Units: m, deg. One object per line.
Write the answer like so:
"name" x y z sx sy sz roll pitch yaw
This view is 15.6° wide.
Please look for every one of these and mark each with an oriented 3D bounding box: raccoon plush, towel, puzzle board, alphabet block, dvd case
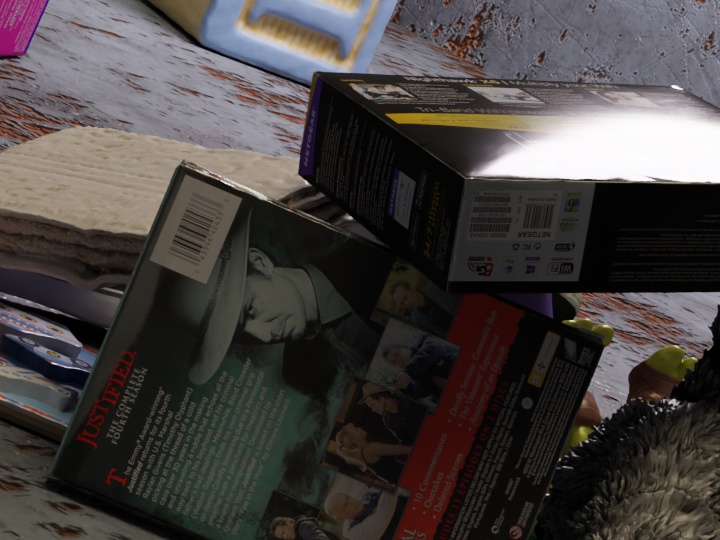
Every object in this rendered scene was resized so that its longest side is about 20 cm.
"raccoon plush" 0.133 0.089 1.136 0.097 0.200 0.134 14 4 0
"towel" -0.106 -0.029 1.227 0.200 0.035 0.132 11 23 37
"puzzle board" -0.204 0.021 1.217 0.200 0.017 0.151 24 11 -6
"alphabet block" -0.083 -0.314 2.660 0.195 0.197 0.200 20 11 -31
"dvd case" -0.013 0.058 1.117 0.200 0.146 0.022 23 -6 -8

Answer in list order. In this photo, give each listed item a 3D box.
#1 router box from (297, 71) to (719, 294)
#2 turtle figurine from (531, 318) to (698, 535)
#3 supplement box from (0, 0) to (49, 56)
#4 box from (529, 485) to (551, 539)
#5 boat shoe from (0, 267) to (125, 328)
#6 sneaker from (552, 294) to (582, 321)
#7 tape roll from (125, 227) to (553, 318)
"router box" 0.094 -0.040 1.158 0.200 0.052 0.157 0 20 -25
"turtle figurine" 0.127 0.111 1.275 0.199 0.064 0.162 12 55 -2
"supplement box" -0.306 -0.224 1.962 0.101 0.104 0.200 27 9 9
"box" 0.118 0.119 1.380 0.200 0.048 0.117 22 11 -23
"boat shoe" -0.175 -0.018 1.321 0.200 0.057 0.069 22 -3 -38
"sneaker" 0.026 0.028 1.473 0.200 0.112 0.073 22 -19 -23
"tape roll" -0.009 0.019 1.241 0.199 0.085 0.200 -5 19 2
